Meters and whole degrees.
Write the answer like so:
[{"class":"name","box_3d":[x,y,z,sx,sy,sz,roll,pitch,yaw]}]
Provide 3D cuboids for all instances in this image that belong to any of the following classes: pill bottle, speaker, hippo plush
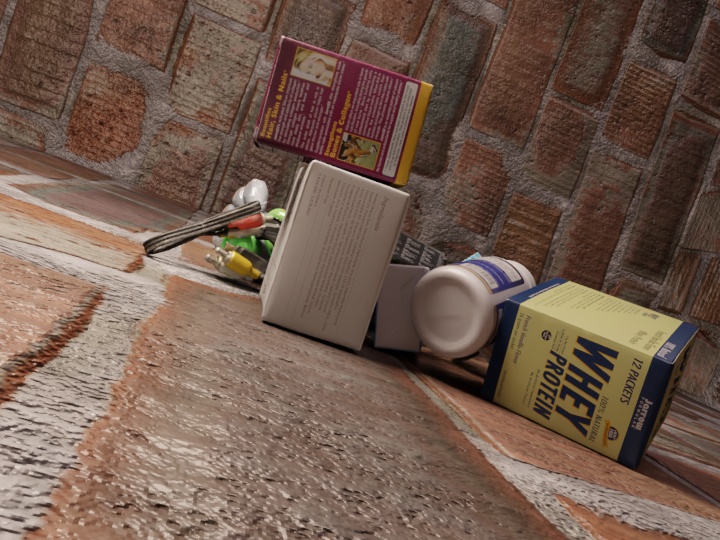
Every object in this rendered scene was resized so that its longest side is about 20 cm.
[{"class":"pill bottle","box_3d":[0.161,0.042,0.908,0.115,0.117,0.199,22,18,31]},{"class":"speaker","box_3d":[-0.158,-0.023,1.196,0.088,0.089,0.199,22,3,29]},{"class":"hippo plush","box_3d":[-0.195,-0.088,1.422,0.160,0.161,0.199,32,-23,-31]}]

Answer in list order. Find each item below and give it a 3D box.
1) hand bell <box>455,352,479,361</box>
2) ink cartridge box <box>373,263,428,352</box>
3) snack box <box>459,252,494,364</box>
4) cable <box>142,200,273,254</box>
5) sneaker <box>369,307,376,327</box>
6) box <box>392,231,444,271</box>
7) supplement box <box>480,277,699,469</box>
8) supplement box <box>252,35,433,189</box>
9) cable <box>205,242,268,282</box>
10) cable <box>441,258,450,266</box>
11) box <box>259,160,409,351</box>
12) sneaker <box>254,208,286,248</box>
[{"class":"hand bell","box_3d":[0.142,0.051,1.166,0.103,0.105,0.200,18,23,-43]},{"class":"ink cartridge box","box_3d":[0.065,0.051,0.998,0.066,0.118,0.200,3,0,7]},{"class":"snack box","box_3d":[0.206,0.075,1.040,0.116,0.037,0.201,-26,74,-44]},{"class":"cable","box_3d":[-0.216,-0.056,0.993,0.199,0.051,0.097,-27,5,-41]},{"class":"sneaker","box_3d":[0.076,0.074,1.141,0.095,0.080,0.200,25,5,23]},{"class":"box","box_3d":[0.019,-0.049,1.136,0.198,0.045,0.160,24,-8,-23]},{"class":"supplement box","box_3d":[0.295,0.116,0.858,0.198,0.136,0.199,22,20,30]},{"class":"supplement box","box_3d":[-0.024,-0.193,0.854,0.198,0.133,0.103,17,2,-8]},{"class":"cable","box_3d":[-0.145,0.018,1.029,0.199,0.051,0.097,33,-19,-17]},{"class":"cable","box_3d":[0.107,-0.004,1.294,0.198,0.051,0.097,13,-14,33]},{"class":"box","box_3d":[-0.042,-0.025,0.879,0.129,0.202,0.199,18,3,-10]},{"class":"sneaker","box_3d":[-0.098,-0.005,1.099,0.201,0.084,0.077,51,-2,2]}]
